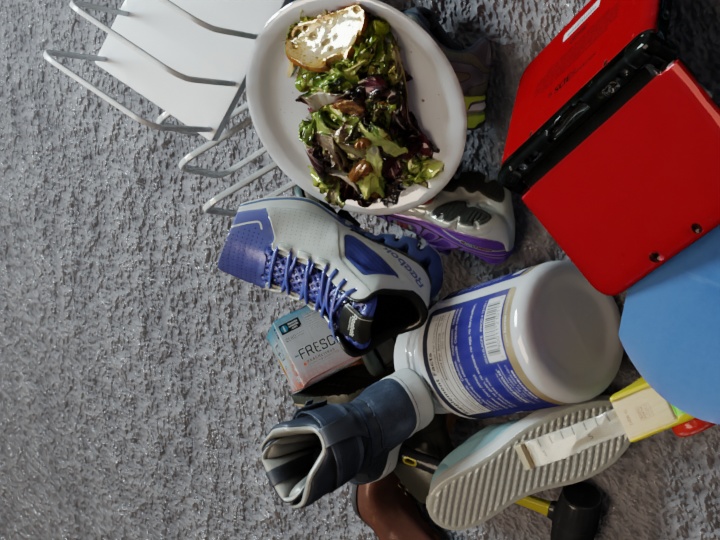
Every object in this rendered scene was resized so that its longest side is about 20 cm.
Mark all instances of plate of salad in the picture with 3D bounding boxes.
[{"bbox_3d":[-0.009,-0.129,1.105,0.198,0.048,0.202,12,125,17],"label":"plate of salad"}]

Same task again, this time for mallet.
[{"bbox_3d":[0.125,0.209,1.238,0.198,0.041,0.066,12,123,23],"label":"mallet"}]

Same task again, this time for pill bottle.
[{"bbox_3d":[0.120,0.065,1.150,0.199,0.115,0.117,-19,94,56],"label":"pill bottle"}]

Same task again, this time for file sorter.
[{"bbox_3d":[-0.154,-0.232,1.132,0.138,0.124,0.201,33,103,14],"label":"file sorter"},{"bbox_3d":[-0.125,-0.164,1.275,0.124,0.139,0.201,-30,84,11],"label":"file sorter"}]

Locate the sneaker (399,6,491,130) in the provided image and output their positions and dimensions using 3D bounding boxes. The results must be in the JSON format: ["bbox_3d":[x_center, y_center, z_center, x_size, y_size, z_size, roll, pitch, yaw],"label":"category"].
[{"bbox_3d":[0.024,-0.190,1.138,0.198,0.074,0.082,22,108,9],"label":"sneaker"}]

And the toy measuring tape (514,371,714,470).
[{"bbox_3d":[0.218,0.106,1.049,0.199,0.073,0.074,-27,88,25],"label":"toy measuring tape"}]

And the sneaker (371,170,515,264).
[{"bbox_3d":[0.051,-0.053,1.198,0.199,0.081,0.084,27,151,35],"label":"sneaker"}]

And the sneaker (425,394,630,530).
[{"bbox_3d":[0.144,0.150,1.170,0.199,0.082,0.074,-26,110,16],"label":"sneaker"}]

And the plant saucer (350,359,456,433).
[{"bbox_3d":[0.029,0.089,1.359,0.200,0.032,0.202,29,131,41],"label":"plant saucer"}]

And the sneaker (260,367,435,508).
[{"bbox_3d":[-0.029,0.165,1.205,0.077,0.145,0.203,55,152,15],"label":"sneaker"}]

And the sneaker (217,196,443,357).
[{"bbox_3d":[-0.023,0.008,1.142,0.197,0.115,0.081,13,120,-4],"label":"sneaker"}]

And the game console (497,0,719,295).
[{"bbox_3d":[0.200,-0.110,0.976,0.118,0.174,0.200,25,147,-15],"label":"game console"}]

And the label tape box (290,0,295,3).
[{"bbox_3d":[-0.068,-0.358,1.195,0.144,0.063,0.201,43,139,28],"label":"label tape box"}]

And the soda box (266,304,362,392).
[{"bbox_3d":[-0.048,0.073,1.302,0.069,0.063,0.200,63,171,3],"label":"soda box"}]

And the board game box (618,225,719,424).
[{"bbox_3d":[0.270,0.009,0.962,0.157,0.039,0.202,24,114,43],"label":"board game box"}]

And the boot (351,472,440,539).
[{"bbox_3d":[0.083,0.290,1.375,0.199,0.068,0.190,19,124,46],"label":"boot"}]

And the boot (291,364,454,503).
[{"bbox_3d":[0.017,0.170,1.336,0.199,0.077,0.139,-7,109,55],"label":"boot"}]

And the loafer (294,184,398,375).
[{"bbox_3d":[0.000,0.000,1.247,0.072,0.062,0.201,-103,-10,-68],"label":"loafer"}]
